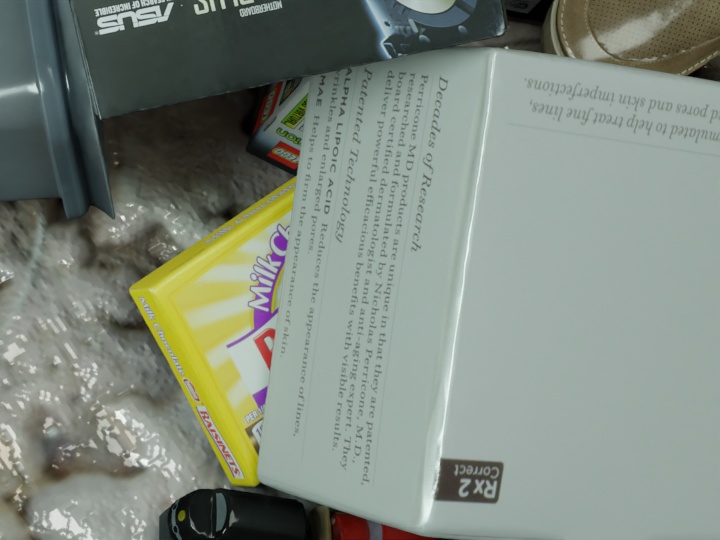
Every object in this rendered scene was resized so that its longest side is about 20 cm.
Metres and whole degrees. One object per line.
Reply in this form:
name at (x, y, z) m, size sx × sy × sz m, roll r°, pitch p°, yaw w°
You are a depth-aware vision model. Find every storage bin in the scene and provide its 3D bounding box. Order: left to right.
storage bin at (-0.185, -0.114, 1.138) m, size 0.134 × 0.146 × 0.200 m, roll -9°, pitch 68°, yaw -4°

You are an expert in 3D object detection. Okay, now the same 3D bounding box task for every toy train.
toy train at (0.009, 0.119, 1.170) m, size 0.200 × 0.046 × 0.034 m, roll 10°, pitch 61°, yaw -25°

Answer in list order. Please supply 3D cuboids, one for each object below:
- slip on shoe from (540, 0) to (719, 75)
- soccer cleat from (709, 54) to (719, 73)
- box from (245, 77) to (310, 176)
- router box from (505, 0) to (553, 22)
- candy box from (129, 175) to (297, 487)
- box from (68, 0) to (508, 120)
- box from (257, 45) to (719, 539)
slip on shoe at (0.172, -0.144, 1.276) m, size 0.200 × 0.061 × 0.076 m, roll -27°, pitch 83°, yaw -25°
soccer cleat at (0.222, -0.095, 1.345) m, size 0.069 × 0.085 × 0.200 m, roll -38°, pitch 112°, yaw -4°
box at (0.006, -0.151, 1.270) m, size 0.035 × 0.110 × 0.200 m, roll 26°, pitch 56°, yaw -16°
router box at (0.118, -0.204, 1.396) m, size 0.200 × 0.052 × 0.158 m, roll 8°, pitch 61°, yaw -27°
candy box at (0.000, 0.000, 1.196) m, size 0.200 × 0.026 × 0.102 m, roll -35°, pitch 105°, yaw -26°
box at (-0.036, -0.144, 1.096) m, size 0.163 × 0.200 × 0.086 m, roll -12°, pitch 111°, yaw 0°
box at (0.080, 0.011, 1.152) m, size 0.199 × 0.131 × 0.201 m, roll 7°, pitch 93°, yaw -36°
